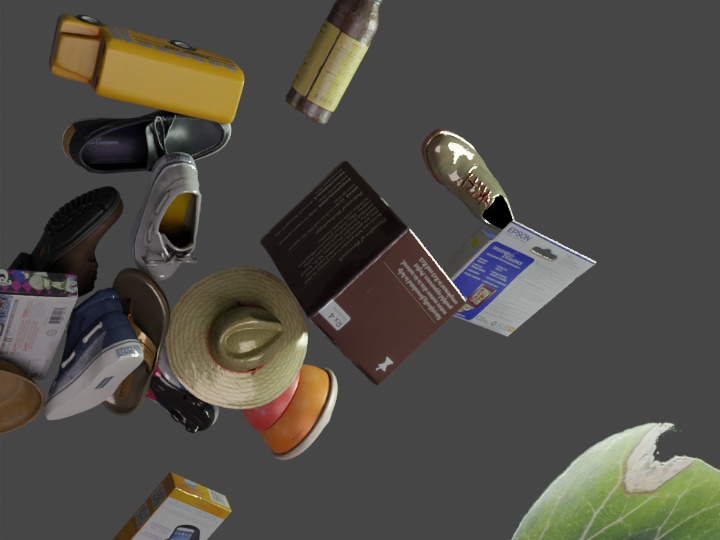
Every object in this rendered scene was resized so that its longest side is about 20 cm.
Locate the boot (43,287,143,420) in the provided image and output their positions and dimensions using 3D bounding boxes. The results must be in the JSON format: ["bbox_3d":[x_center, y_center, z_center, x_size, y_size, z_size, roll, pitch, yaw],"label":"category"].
[{"bbox_3d":[-0.330,0.103,1.057,0.199,0.092,0.072,-36,160,35],"label":"boot"}]

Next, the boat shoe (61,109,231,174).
[{"bbox_3d":[-0.242,-0.148,1.018,0.196,0.062,0.076,-9,122,-25],"label":"boat shoe"}]

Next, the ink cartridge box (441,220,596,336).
[{"bbox_3d":[0.223,0.007,1.338,0.195,0.048,0.200,21,126,-34],"label":"ink cartridge box"}]

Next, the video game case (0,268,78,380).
[{"bbox_3d":[-0.435,0.065,1.008,0.178,0.036,0.201,4,144,-29],"label":"video game case"}]

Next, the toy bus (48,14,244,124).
[{"bbox_3d":[-0.234,-0.220,0.966,0.196,0.078,0.066,8,116,-32],"label":"toy bus"}]

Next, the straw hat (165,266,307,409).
[{"bbox_3d":[-0.148,0.089,1.142,0.197,0.085,0.206,2,84,-23],"label":"straw hat"}]

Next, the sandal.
[{"bbox_3d":[-0.288,0.098,1.093,0.079,0.054,0.204,16,108,0],"label":"sandal"}]

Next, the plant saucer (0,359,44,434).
[{"bbox_3d":[-0.482,0.148,1.051,0.195,0.036,0.202,-11,149,-6],"label":"plant saucer"}]

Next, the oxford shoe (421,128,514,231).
[{"bbox_3d":[0.161,-0.126,1.239,0.071,0.075,0.199,-48,129,7],"label":"oxford shoe"}]

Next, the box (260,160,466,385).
[{"bbox_3d":[0.000,0.000,1.151,0.164,0.200,0.166,-41,130,1],"label":"box"}]

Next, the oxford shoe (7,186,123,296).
[{"bbox_3d":[-0.340,-0.020,1.044,0.199,0.073,0.084,-42,133,17],"label":"oxford shoe"}]

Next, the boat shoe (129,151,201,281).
[{"bbox_3d":[-0.223,-0.038,1.047,0.073,0.087,0.203,-3,142,-30],"label":"boat shoe"}]

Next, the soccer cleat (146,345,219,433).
[{"bbox_3d":[-0.270,0.136,1.183,0.070,0.087,0.200,-39,107,14],"label":"soccer cleat"}]

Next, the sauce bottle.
[{"bbox_3d":[-0.019,-0.277,1.054,0.064,0.065,0.202,21,109,-36],"label":"sauce bottle"}]

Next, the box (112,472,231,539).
[{"bbox_3d":[-0.305,0.411,1.348,0.200,0.042,0.118,-47,129,9],"label":"box"}]

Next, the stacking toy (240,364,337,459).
[{"bbox_3d":[-0.142,0.158,1.241,0.199,0.146,0.147,39,98,-22],"label":"stacking toy"}]
